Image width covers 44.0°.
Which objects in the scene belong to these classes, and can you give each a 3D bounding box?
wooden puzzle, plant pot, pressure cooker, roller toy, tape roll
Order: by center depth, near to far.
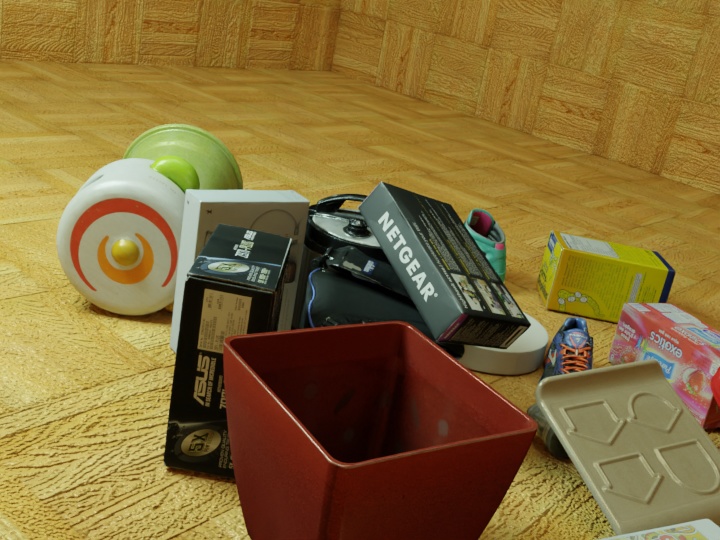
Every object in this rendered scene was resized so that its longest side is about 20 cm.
[{"bbox_3d":[-0.002,0.172,0.752,0.196,0.180,0.199,-2,24,-34],"label":"plant pot"},{"bbox_3d":[0.300,0.199,0.966,0.182,0.047,0.202,-6,50,-24],"label":"wooden puzzle"},{"bbox_3d":[-0.297,-0.041,1.169,0.178,0.204,0.140,-3,21,-2],"label":"roller toy"},{"bbox_3d":[0.000,0.001,1.189,0.172,0.204,0.178,1,21,-26],"label":"pressure cooker"},{"bbox_3d":[0.173,0.089,1.291,0.198,0.038,0.203,10,20,-4],"label":"tape roll"},{"bbox_3d":[-0.280,-0.088,1.334,0.196,0.204,0.185,8,30,-7],"label":"plant pot"}]

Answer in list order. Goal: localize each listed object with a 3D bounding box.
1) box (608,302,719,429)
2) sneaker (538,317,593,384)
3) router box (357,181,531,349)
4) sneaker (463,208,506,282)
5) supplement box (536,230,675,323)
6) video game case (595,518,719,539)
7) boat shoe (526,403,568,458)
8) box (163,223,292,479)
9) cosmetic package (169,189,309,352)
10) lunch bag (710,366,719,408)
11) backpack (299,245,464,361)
[{"bbox_3d":[0.458,0.128,1.254,0.101,0.097,0.200,0,22,-27],"label":"box"},{"bbox_3d":[0.282,0.120,1.203,0.074,0.080,0.200,12,19,4],"label":"sneaker"},{"bbox_3d":[0.098,-0.005,1.046,0.148,0.051,0.202,12,40,-49],"label":"router box"},{"bbox_3d":[0.181,-0.053,1.561,0.083,0.123,0.198,-8,27,-43],"label":"sneaker"},{"bbox_3d":[0.414,0.016,1.521,0.195,0.112,0.109,11,19,-2],"label":"supplement box"},{"bbox_3d":[0.279,0.284,0.769,0.196,0.023,0.182,-5,17,-18],"label":"video game case"},{"bbox_3d":[0.295,0.176,1.070,0.198,0.076,0.065,-6,28,-23],"label":"boat shoe"},{"bbox_3d":[-0.132,0.077,0.902,0.084,0.204,0.164,10,19,-2],"label":"box"},{"bbox_3d":[-0.149,0.005,1.094,0.148,0.204,0.051,-3,22,-33],"label":"cosmetic package"},{"bbox_3d":[0.505,0.165,1.078,0.174,0.082,0.202,27,45,-3],"label":"lunch bag"},{"bbox_3d":[0.020,0.090,1.029,0.186,0.157,0.201,9,29,-6],"label":"backpack"}]
